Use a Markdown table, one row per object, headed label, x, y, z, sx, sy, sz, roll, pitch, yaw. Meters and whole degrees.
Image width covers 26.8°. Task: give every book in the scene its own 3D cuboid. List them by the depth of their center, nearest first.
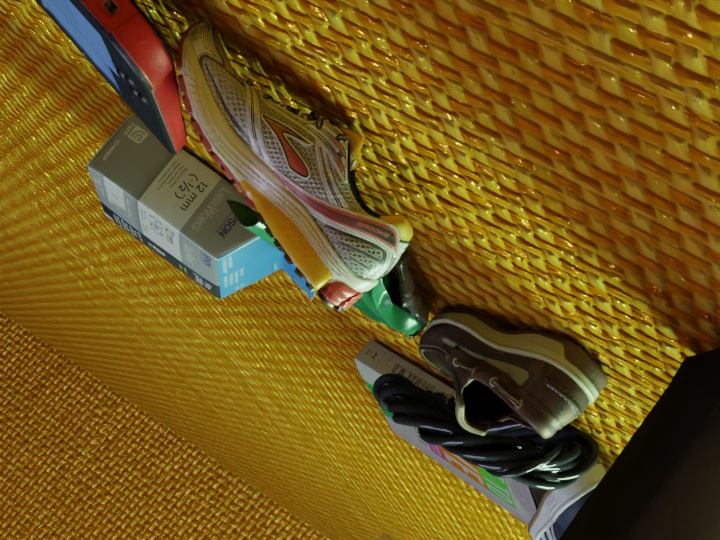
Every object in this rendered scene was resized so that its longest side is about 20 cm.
| label | x | y | z | sx | sy | sz | roll | pitch | yaw |
| --- | --- | --- | --- | --- | --- | --- | --- | --- | --- |
| book | 0.093 | 0.147 | 1.374 | 0.200 | 0.048 | 0.134 | 30 | 160 | 36 |

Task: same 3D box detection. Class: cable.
| label | x | y | z | sx | sy | sz | roll | pitch | yaw |
| --- | --- | --- | --- | --- | --- | --- | --- | --- | --- |
| cable | 0.095 | 0.119 | 1.167 | 0.163 | 0.051 | 0.200 | 21 | -178 | -14 |

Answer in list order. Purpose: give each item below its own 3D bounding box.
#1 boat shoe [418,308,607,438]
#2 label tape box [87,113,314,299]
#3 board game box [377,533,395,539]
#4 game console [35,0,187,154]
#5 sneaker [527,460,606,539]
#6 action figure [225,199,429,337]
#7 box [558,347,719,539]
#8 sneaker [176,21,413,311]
| label | x | y | z | sx | sy | sz | roll | pitch | yaw |
| --- | --- | --- | --- | --- | --- | --- | --- | --- | --- |
| boat shoe | 0.089 | 0.078 | 1.085 | 0.075 | 0.075 | 0.202 | 43 | 165 | -20 |
| label tape box | -0.132 | -0.033 | 1.299 | 0.200 | 0.066 | 0.143 | 38 | 166 | 6 |
| board game box | 0.096 | 0.226 | 0.805 | 0.200 | 0.034 | 0.135 | 28 | 161 | 36 |
| game console | -0.187 | -0.172 | 0.981 | 0.200 | 0.031 | 0.177 | 49 | 167 | 9 |
| sneaker | 0.198 | 0.232 | 1.254 | 0.109 | 0.070 | 0.200 | 56 | 172 | 20 |
| action figure | 0.000 | 0.000 | 1.102 | 0.118 | 0.055 | 0.200 | 25 | 168 | 36 |
| box | 0.219 | 0.175 | 0.817 | 0.200 | 0.199 | 0.123 | 38 | 165 | -2 |
| sneaker | -0.043 | -0.075 | 0.951 | 0.200 | 0.082 | 0.078 | 53 | -175 | -1 |
